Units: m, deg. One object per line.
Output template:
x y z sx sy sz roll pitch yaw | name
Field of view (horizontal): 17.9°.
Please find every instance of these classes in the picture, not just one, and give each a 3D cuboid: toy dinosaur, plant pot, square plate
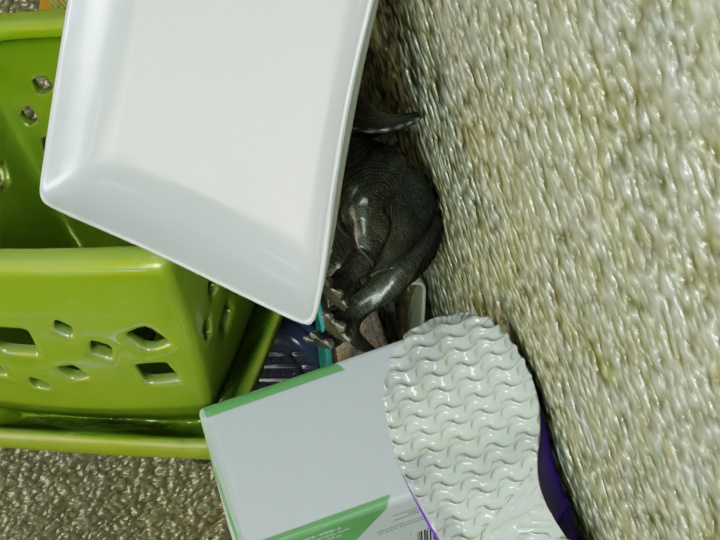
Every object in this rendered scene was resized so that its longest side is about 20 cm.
0.007 -0.017 1.121 0.077 0.102 0.200 28 156 39 | toy dinosaur
-0.139 -0.010 1.241 0.182 0.198 0.201 72 -153 -42 | plant pot
-0.066 -0.100 1.060 0.198 0.028 0.201 23 109 39 | square plate

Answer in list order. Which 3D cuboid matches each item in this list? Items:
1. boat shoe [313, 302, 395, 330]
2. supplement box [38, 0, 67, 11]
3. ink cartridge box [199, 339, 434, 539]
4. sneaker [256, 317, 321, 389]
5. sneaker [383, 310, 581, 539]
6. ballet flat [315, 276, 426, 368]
-0.017 0.017 1.453 0.074 0.068 0.199 59 -167 26 | boat shoe
-0.150 -0.185 1.402 0.067 0.069 0.200 47 162 8 | supplement box
0.001 0.122 1.215 0.200 0.144 0.084 85 165 -65 | ink cartridge box
-0.014 0.076 1.400 0.200 0.074 0.083 57 -133 -48 | sneaker
0.062 0.120 1.019 0.100 0.069 0.201 79 172 -63 | sneaker
0.000 0.000 1.258 0.068 0.067 0.201 -106 4 -47 | ballet flat
